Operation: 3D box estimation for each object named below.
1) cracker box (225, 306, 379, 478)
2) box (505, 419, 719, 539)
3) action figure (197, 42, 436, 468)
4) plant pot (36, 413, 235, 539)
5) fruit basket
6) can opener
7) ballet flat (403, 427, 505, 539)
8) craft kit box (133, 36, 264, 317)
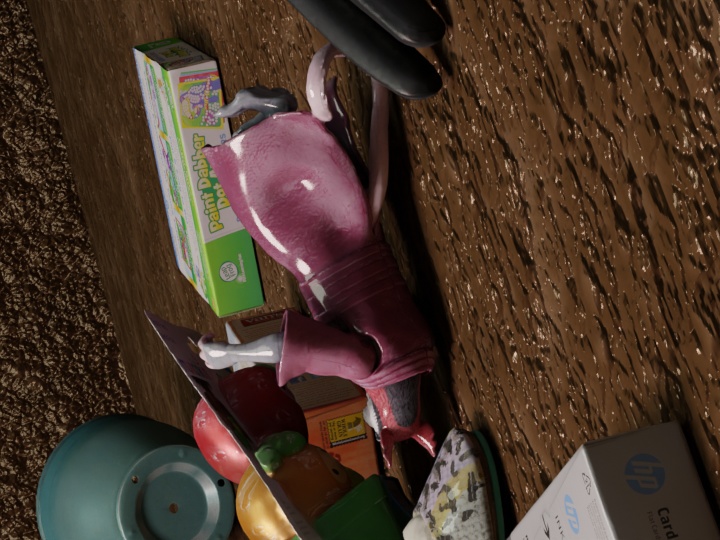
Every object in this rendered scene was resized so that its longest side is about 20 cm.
[{"bbox_3d":[-0.035,0.119,1.299,0.200,0.057,0.135,-135,34,-67],"label":"cracker box"},{"bbox_3d":[0.102,0.159,0.726,0.200,0.041,0.157,104,150,-68],"label":"box"},{"bbox_3d":[0.000,0.000,0.983,0.148,0.134,0.201,-31,83,34],"label":"action figure"},{"bbox_3d":[-0.228,0.253,2.094,0.188,0.198,0.202,-12,92,63],"label":"plant pot"},{"bbox_3d":[-0.036,0.106,1.059,0.201,0.093,0.185,58,-178,11],"label":"fruit basket"},{"bbox_3d":[-0.019,-0.143,0.901,0.200,0.078,0.064,46,155,48],"label":"can opener"},{"bbox_3d":[0.044,0.178,0.957,0.072,0.071,0.202,-134,32,-68],"label":"ballet flat"},{"bbox_3d":[-0.135,-0.082,1.589,0.198,0.048,0.202,-133,31,-72],"label":"craft kit box"}]
